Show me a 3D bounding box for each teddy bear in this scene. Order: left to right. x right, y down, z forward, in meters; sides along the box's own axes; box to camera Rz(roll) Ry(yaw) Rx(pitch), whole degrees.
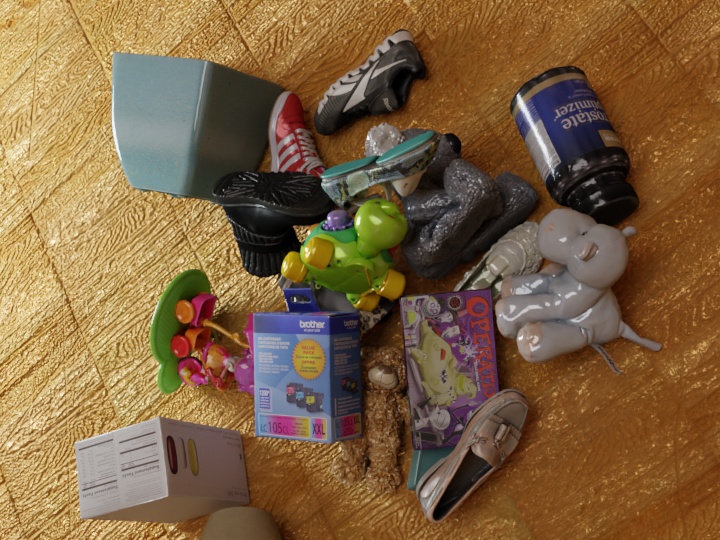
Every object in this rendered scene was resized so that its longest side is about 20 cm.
[{"bbox_3d":[0.021,0.203,1.599,0.144,0.067,0.201,30,94,29],"label":"teddy bear"}]

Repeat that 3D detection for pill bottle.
[{"bbox_3d":[0.280,-0.154,1.513,0.111,0.112,0.201,-31,65,19],"label":"pill bottle"}]

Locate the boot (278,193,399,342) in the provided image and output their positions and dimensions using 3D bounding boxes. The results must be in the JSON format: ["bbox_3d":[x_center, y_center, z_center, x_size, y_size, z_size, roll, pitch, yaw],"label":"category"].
[{"bbox_3d":[0.000,0.000,1.650,0.151,0.073,0.200,44,66,9],"label":"boot"}]

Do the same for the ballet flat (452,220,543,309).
[{"bbox_3d":[0.172,0.017,1.559,0.200,0.072,0.072,-48,60,11],"label":"ballet flat"}]

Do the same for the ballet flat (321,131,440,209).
[{"bbox_3d":[0.036,-0.122,1.495,0.199,0.074,0.075,-14,71,45],"label":"ballet flat"}]

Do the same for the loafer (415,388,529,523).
[{"bbox_3d":[0.149,0.241,1.487,0.200,0.072,0.063,-51,19,14],"label":"loafer"}]

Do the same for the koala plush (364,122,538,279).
[{"bbox_3d":[0.096,-0.113,1.577,0.184,0.177,0.201,-46,64,23],"label":"koala plush"}]

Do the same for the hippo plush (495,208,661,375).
[{"bbox_3d":[0.258,0.019,1.426,0.200,0.159,0.162,37,140,33],"label":"hippo plush"}]

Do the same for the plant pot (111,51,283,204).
[{"bbox_3d":[-0.263,-0.211,1.792,0.194,0.196,0.202,11,92,30],"label":"plant pot"}]

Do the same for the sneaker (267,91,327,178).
[{"bbox_3d":[-0.079,-0.169,1.741,0.112,0.071,0.202,0,86,33],"label":"sneaker"}]

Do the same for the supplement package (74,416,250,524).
[{"bbox_3d":[-0.280,0.290,1.669,0.155,0.200,0.112,-18,70,24],"label":"supplement package"}]

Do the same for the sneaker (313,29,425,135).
[{"bbox_3d":[0.016,-0.257,1.711,0.200,0.066,0.091,-41,60,12],"label":"sneaker"}]

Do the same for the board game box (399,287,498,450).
[{"bbox_3d":[0.118,0.128,1.523,0.119,0.032,0.202,-6,93,-5],"label":"board game box"}]

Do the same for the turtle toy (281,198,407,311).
[{"bbox_3d":[-0.005,-0.028,1.524,0.200,0.145,0.102,-30,41,60],"label":"turtle toy"}]

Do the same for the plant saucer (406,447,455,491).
[{"bbox_3d":[0.113,0.197,1.557,0.069,0.019,0.202,11,81,-6],"label":"plant saucer"}]

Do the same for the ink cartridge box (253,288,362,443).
[{"bbox_3d":[-0.072,0.125,1.577,0.136,0.076,0.202,-1,89,34],"label":"ink cartridge box"}]

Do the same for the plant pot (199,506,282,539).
[{"bbox_3d":[-0.163,0.434,1.598,0.186,0.187,0.201,-18,56,25],"label":"plant pot"}]

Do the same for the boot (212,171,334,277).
[{"bbox_3d":[-0.106,-0.060,1.677,0.210,0.159,0.079,11,45,37],"label":"boot"}]

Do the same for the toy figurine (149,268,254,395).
[{"bbox_3d":[-0.196,0.120,1.720,0.183,0.150,0.202,19,110,22],"label":"toy figurine"}]

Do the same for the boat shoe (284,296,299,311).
[{"bbox_3d":[-0.068,0.089,1.673,0.060,0.072,0.203,-15,69,29],"label":"boat shoe"}]
